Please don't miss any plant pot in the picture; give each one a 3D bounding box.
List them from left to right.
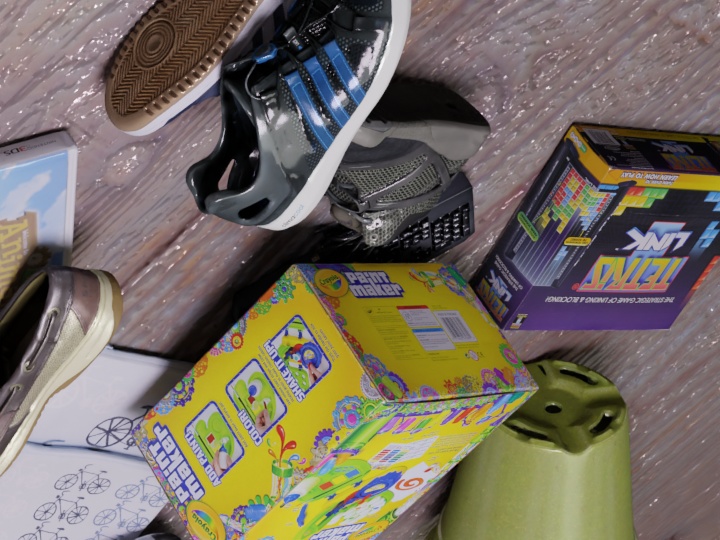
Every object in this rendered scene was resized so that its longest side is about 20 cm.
[{"bbox_3d":[0.152,0.182,1.826,0.199,0.200,0.191,-16,128,-27],"label":"plant pot"}]

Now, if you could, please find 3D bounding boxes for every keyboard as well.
[{"bbox_3d":[0.000,0.000,1.581,0.200,0.040,0.104,-30,146,-12],"label":"keyboard"}]

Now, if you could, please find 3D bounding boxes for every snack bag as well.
[{"bbox_3d":[-0.189,0.133,1.588,0.188,0.021,0.200,14,121,-48],"label":"snack bag"}]

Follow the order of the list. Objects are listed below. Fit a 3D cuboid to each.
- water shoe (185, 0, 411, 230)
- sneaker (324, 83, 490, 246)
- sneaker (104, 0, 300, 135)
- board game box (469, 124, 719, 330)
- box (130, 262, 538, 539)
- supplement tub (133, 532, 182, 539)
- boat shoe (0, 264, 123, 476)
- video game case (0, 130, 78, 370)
[{"bbox_3d":[-0.036,-0.110,1.269,0.079,0.072,0.201,4,119,-39],"label":"water shoe"},{"bbox_3d":[-0.007,-0.071,1.457,0.199,0.076,0.114,3,123,-50],"label":"sneaker"},{"bbox_3d":[-0.058,-0.144,1.332,0.200,0.070,0.108,-46,143,9],"label":"sneaker"},{"bbox_3d":[0.205,-0.029,1.712,0.199,0.057,0.166,0,130,-41],"label":"board game box"},{"bbox_3d":[-0.017,0.100,1.561,0.193,0.122,0.200,-45,156,26],"label":"box"},{"bbox_3d":[-0.144,0.311,1.663,0.122,0.200,0.123,-28,161,-10],"label":"supplement tub"},{"bbox_3d":[-0.234,0.069,1.401,0.065,0.073,0.200,26,110,-41],"label":"boat shoe"},{"bbox_3d":[-0.266,0.012,1.376,0.182,0.022,0.200,-18,141,-26],"label":"video game case"}]
